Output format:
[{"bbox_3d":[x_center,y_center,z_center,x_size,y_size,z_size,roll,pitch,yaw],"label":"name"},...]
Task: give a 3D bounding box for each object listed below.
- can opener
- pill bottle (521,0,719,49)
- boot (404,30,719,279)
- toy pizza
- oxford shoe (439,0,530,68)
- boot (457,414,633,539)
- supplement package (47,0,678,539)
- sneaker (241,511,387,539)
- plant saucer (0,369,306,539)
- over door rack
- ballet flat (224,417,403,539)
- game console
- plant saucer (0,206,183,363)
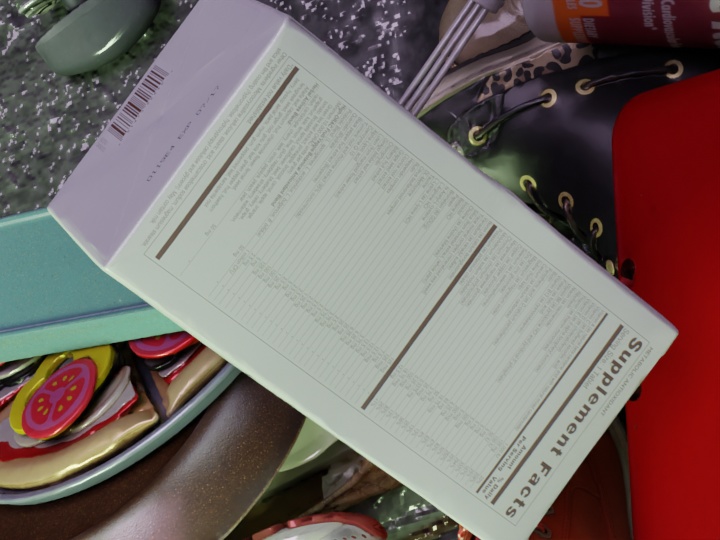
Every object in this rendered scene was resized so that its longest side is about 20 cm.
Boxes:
[{"bbox_3d":[-0.084,-0.169,1.217,0.199,0.053,0.067,-31,94,16],"label":"can opener"},{"bbox_3d":[0.168,-0.144,0.976,0.199,0.114,0.115,3,75,15],"label":"pill bottle"},{"bbox_3d":[0.093,-0.025,1.052,0.199,0.073,0.151,-31,62,11],"label":"boot"},{"bbox_3d":[-0.111,0.024,1.108,0.200,0.032,0.201,-30,27,17],"label":"toy pizza"},{"bbox_3d":[0.099,-0.170,1.090,0.200,0.075,0.070,-48,59,7],"label":"oxford shoe"},{"bbox_3d":[0.071,0.101,1.001,0.075,0.107,0.201,-31,59,20],"label":"boot"},{"bbox_3d":[0.000,0.000,0.926,0.114,0.200,0.110,-53,22,-1],"label":"supplement package"},{"bbox_3d":[-0.051,0.186,1.066,0.082,0.078,0.200,45,105,25],"label":"sneaker"},{"bbox_3d":[-0.110,0.083,1.085,0.200,0.032,0.201,-31,26,17],"label":"plant saucer"},{"bbox_3d":[-0.025,-0.106,1.088,0.148,0.066,0.200,-55,30,12],"label":"over door rack"},{"bbox_3d":[-0.058,0.097,1.095,0.199,0.065,0.071,-33,63,16],"label":"ballet flat"},{"bbox_3d":[0.201,0.017,0.951,0.171,0.119,0.201,2,76,-15],"label":"game console"},{"bbox_3d":[-0.096,-0.006,1.050,0.199,0.019,0.070,-10,70,38],"label":"plant saucer"}]
